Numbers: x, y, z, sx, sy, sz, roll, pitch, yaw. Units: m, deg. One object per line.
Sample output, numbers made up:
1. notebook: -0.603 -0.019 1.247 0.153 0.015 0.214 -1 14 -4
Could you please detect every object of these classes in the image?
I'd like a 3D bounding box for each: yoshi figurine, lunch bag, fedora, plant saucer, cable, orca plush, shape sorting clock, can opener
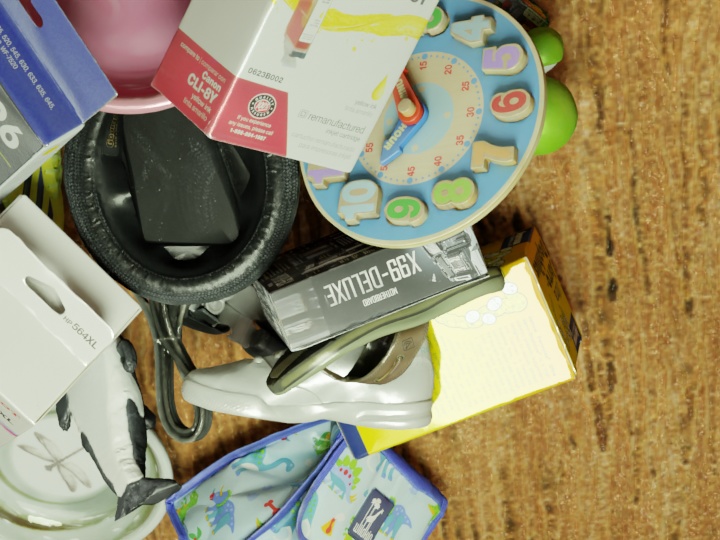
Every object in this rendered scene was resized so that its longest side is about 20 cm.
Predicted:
1. yoshi figurine: 0.084 -0.102 1.432 0.200 0.113 0.112 -33 137 18
2. lunch bag: -0.041 0.224 1.667 0.200 0.128 0.170 -37 134 10
3. fedora: -0.133 -0.078 1.452 0.200 0.092 0.202 0 98 4
4. plant saucer: -0.265 0.173 1.677 0.199 0.050 0.201 -1 127 -1
5. cable: -0.163 0.038 1.524 0.097 0.050 0.201 1 85 21
6. plant saucer: -0.167 -0.216 1.360 0.199 0.051 0.202 0 101 2
7. orca plush: -0.189 0.118 1.564 0.071 0.200 0.105 16 115 -43
8. shape sorting clock: 0.042 -0.112 1.366 0.200 0.201 0.039 -30 146 20
9. can opener: -0.082 0.055 1.604 0.200 0.053 0.066 36 152 -22

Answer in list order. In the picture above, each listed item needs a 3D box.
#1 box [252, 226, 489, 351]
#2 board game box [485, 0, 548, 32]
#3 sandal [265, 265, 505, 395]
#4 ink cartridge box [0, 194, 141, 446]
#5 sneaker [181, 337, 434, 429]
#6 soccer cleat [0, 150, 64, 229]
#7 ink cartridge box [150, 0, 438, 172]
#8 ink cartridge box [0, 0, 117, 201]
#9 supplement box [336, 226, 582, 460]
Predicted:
1. box: 0.000 0.000 1.444 0.157 0.200 0.050 -22 98 -7
2. board game box: 0.037 -0.214 1.420 0.200 0.024 0.105 34 121 -23
3. sandal: 0.024 0.054 1.421 0.200 0.080 0.058 -22 98 -10
4. ink cartridge box: -0.270 0.042 1.445 0.129 0.125 0.200 43 158 -7
5. sneaker: -0.041 0.075 1.481 0.199 0.075 0.089 3 93 0
6. soccer cleat: -0.258 -0.101 1.471 0.083 0.065 0.201 -21 129 -7
7. ink cartridge box: -0.032 -0.184 1.305 0.145 0.083 0.201 11 113 -45
8. ink cartridge box: -0.292 -0.156 1.355 0.200 0.047 0.198 -33 91 46
9. supplement box: 0.070 0.059 1.545 0.199 0.109 0.110 -22 100 14
